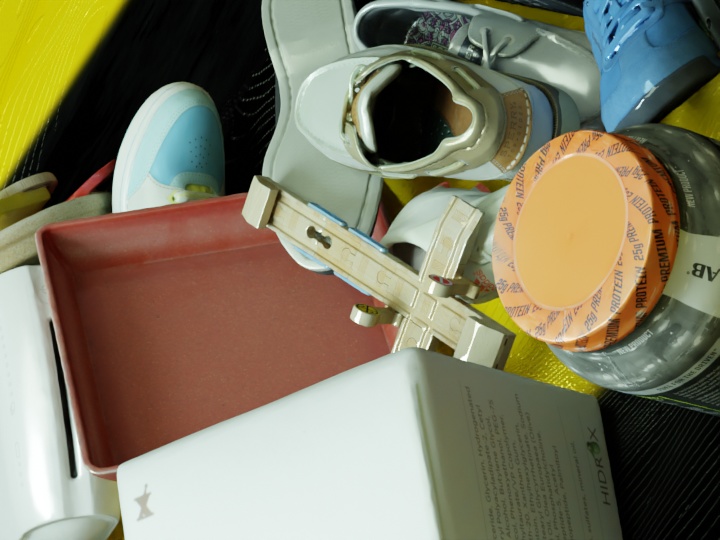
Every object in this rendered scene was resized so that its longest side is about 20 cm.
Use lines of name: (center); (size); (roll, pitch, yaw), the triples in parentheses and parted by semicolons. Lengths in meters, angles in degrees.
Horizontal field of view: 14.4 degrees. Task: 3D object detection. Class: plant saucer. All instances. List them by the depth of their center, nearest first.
plant saucer: (-0.067, 0.037, 1.562); (0.201, 0.198, 0.037); (-109, 14, -47)

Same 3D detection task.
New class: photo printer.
photo printer: (-0.191, 0.094, 1.692); (0.200, 0.069, 0.168); (129, 133, -67)

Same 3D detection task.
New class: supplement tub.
supplement tub: (0.161, 0.004, 1.316); (0.122, 0.199, 0.123); (-14, 70, 43)

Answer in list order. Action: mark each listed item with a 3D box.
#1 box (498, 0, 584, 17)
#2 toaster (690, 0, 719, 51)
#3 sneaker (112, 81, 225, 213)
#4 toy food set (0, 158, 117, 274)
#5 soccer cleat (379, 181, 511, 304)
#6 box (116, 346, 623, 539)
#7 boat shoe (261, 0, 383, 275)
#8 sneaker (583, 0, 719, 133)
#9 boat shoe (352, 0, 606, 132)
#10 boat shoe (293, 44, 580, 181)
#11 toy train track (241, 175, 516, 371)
box: (0.035, -0.214, 1.547); (0.199, 0.147, 0.105); (18, 93, 47)
toaster: (0.251, -0.156, 1.325); (0.181, 0.118, 0.201); (-47, 50, 28)
sneaker: (-0.086, -0.005, 1.672); (0.130, 0.079, 0.202); (13, 98, 49)
toy food set: (-0.224, -0.002, 1.740); (0.198, 0.200, 0.049); (-38, 79, 37)
soccer cleat: (0.084, -0.017, 1.487); (0.199, 0.069, 0.078); (-11, 30, 50)
box: (0.013, 0.169, 1.427); (0.198, 0.171, 0.201); (-22, 66, 32)
boat shoe: (-0.019, -0.079, 1.614); (0.073, 0.060, 0.201); (-16, 58, 9)
sneaker: (0.133, -0.115, 1.386); (0.066, 0.200, 0.079); (-36, 97, 16)
boat shoe: (0.073, -0.111, 1.537); (0.200, 0.068, 0.072); (31, 102, 46)
boat shoe: (0.024, -0.085, 1.483); (0.199, 0.068, 0.075); (6, 88, 51)
toy train track: (0.000, 0.000, 1.496); (0.200, 0.032, 0.115); (33, 110, 40)
